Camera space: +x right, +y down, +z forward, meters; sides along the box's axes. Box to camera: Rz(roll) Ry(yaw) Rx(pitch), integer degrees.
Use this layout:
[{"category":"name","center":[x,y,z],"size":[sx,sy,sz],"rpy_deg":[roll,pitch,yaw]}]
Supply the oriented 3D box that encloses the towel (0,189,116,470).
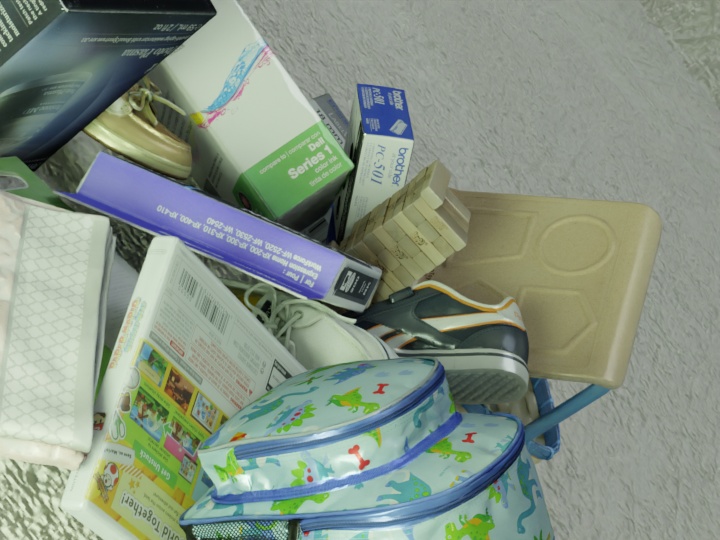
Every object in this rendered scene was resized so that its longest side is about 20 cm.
[{"category":"towel","center":[-0.241,0.016,1.107],"size":[0.189,0.032,0.201],"rpy_deg":[16,42,-17]}]

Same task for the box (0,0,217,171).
[{"category":"box","center":[-0.235,-0.159,1.251],"size":[0.124,0.198,0.200],"rpy_deg":[58,24,8]}]

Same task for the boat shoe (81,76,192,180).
[{"category":"boat shoe","center":[-0.199,-0.140,1.388],"size":[0.199,0.063,0.073],"rpy_deg":[37,3,6]}]

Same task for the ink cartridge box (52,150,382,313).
[{"category":"ink cartridge box","center":[-0.095,-0.026,1.333],"size":[0.196,0.044,0.200],"rpy_deg":[23,1,11]}]

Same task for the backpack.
[{"category":"backpack","center":[0.006,0.138,1.150],"size":[0.183,0.198,0.149],"rpy_deg":[-32,113,-54]}]

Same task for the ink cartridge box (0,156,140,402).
[{"category":"ink cartridge box","center":[-0.200,0.014,1.228],"size":[0.200,0.059,0.104],"rpy_deg":[43,22,13]}]

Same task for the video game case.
[{"category":"video game case","center":[-0.100,0.108,1.187],"size":[0.200,0.023,0.184],"rpy_deg":[50,49,-48]}]

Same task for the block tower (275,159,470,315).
[{"category":"block tower","center":[0.000,0.000,1.459],"size":[0.058,0.199,0.054],"rpy_deg":[45,25,-15]}]

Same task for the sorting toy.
[{"category":"sorting toy","center":[0.131,0.014,1.517],"size":[0.037,0.198,0.186],"rpy_deg":[78,26,-48]}]

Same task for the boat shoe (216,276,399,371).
[{"category":"boat shoe","center":[-0.056,0.045,1.347],"size":[0.201,0.075,0.086],"rpy_deg":[26,-11,45]}]

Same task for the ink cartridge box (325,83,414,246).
[{"category":"ink cartridge box","center":[0.002,-0.040,1.525],"size":[0.044,0.202,0.094],"rpy_deg":[7,30,-8]}]

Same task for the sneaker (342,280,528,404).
[{"category":"sneaker","center":[0.030,0.057,1.431],"size":[0.079,0.198,0.080],"rpy_deg":[78,15,-57]}]

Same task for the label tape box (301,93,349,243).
[{"category":"label tape box","center":[-0.022,-0.084,1.705],"size":[0.145,0.063,0.200],"rpy_deg":[54,24,1]}]

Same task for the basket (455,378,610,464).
[{"category":"basket","center":[0.118,0.079,1.562],"size":[0.139,0.199,0.177],"rpy_deg":[37,25,-37]}]

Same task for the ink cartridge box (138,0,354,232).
[{"category":"ink cartridge box","center":[-0.103,-0.124,1.504],"size":[0.201,0.084,0.145],"rpy_deg":[55,-16,5]}]
